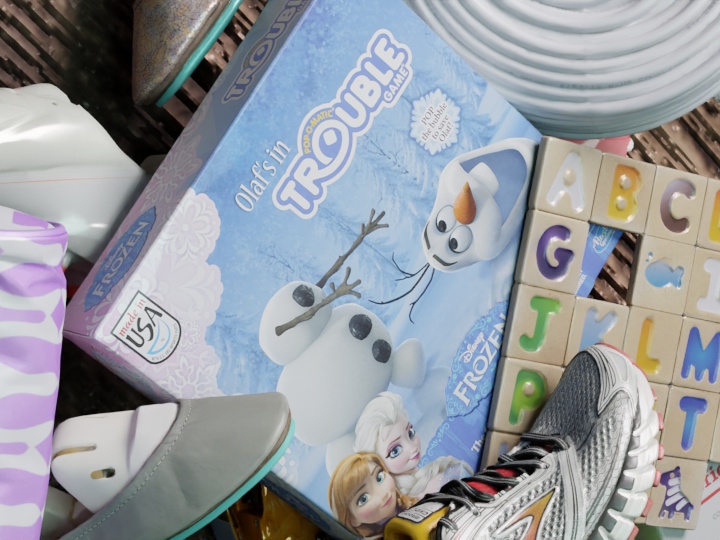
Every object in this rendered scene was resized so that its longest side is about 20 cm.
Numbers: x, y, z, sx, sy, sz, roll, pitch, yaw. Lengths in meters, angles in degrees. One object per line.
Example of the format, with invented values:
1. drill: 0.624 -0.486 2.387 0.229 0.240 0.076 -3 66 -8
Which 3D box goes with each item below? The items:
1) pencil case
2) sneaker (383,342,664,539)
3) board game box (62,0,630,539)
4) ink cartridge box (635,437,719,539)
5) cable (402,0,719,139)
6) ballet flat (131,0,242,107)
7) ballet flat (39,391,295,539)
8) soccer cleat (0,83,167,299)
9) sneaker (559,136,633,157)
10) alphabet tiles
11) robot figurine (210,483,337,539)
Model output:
1. pencil case: -0.160 0.067 0.789 0.085 0.084 0.200 -11 107 -77
2. sneaker: 0.060 0.112 0.885 0.082 0.078 0.200 38 69 -14
3. board game box: 0.000 0.000 0.911 0.199 0.043 0.200 40 73 -28
4. ink cartridge box: 0.180 0.131 1.059 0.116 0.067 0.200 -33 109 -28
5. cable: 0.102 -0.160 0.952 0.200 0.069 0.200 -14 88 9
6. ballet flat: -0.061 -0.161 0.931 0.067 0.068 0.200 38 66 -8
7. ballet flat: -0.115 0.095 0.841 0.064 0.200 0.067 44 29 -20
8. soccer cleat: -0.161 -0.051 0.866 0.200 0.069 0.078 28 72 -38
9. sneaker: 0.106 -0.080 1.042 0.200 0.074 0.087 -54 128 -12
10. alphabet tiles: 0.147 0.038 0.983 0.200 0.008 0.167 11 89 -34
11. robot figurine: -0.022 0.054 0.962 0.145 0.058 0.200 -10 99 -33
